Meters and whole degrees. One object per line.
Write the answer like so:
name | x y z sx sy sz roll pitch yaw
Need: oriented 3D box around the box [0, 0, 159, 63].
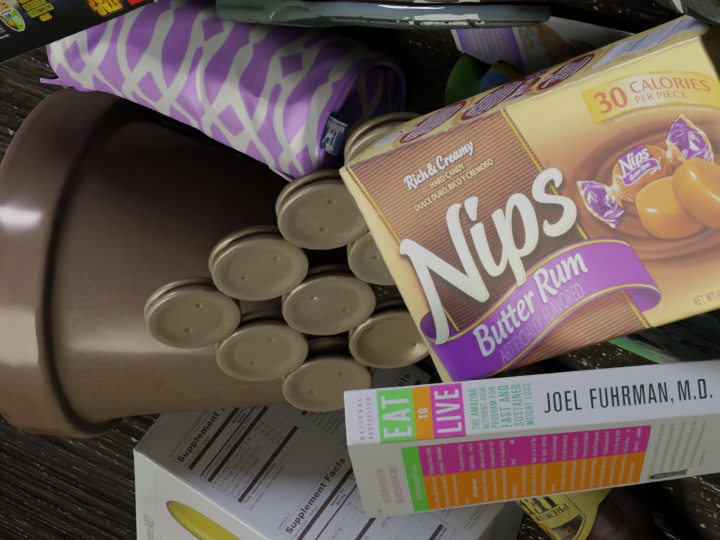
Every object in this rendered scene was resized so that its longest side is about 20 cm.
box | -0.114 -0.165 1.107 0.040 0.137 0.200 49 152 -20

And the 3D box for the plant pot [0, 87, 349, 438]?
plant pot | -0.100 0.006 1.321 0.173 0.201 0.201 9 144 18

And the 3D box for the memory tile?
memory tile | 0.000 0.000 1.186 0.153 0.017 0.200 27 129 -38

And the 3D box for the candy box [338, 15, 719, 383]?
candy box | 0.099 -0.031 1.024 0.199 0.056 0.117 -18 104 36

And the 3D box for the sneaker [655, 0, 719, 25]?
sneaker | 0.113 -0.151 0.879 0.090 0.067 0.200 11 159 31

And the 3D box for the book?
book | 0.095 0.074 1.080 0.199 0.048 0.134 -5 165 2

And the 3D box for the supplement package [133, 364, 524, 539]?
supplement package | -0.017 0.141 1.436 0.199 0.151 0.152 32 153 13

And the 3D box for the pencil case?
pencil case | -0.070 -0.102 1.203 0.199 0.084 0.086 27 111 26

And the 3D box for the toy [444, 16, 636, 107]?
toy | 0.124 -0.056 1.074 0.199 0.047 0.115 20 149 33

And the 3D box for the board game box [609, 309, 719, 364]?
board game box | 0.171 0.027 1.114 0.199 0.029 0.135 23 169 25

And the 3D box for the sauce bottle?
sauce bottle | 0.122 0.121 1.330 0.200 0.065 0.065 46 152 -14

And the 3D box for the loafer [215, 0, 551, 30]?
loafer | 0.004 -0.143 1.074 0.199 0.072 0.063 7 98 45
